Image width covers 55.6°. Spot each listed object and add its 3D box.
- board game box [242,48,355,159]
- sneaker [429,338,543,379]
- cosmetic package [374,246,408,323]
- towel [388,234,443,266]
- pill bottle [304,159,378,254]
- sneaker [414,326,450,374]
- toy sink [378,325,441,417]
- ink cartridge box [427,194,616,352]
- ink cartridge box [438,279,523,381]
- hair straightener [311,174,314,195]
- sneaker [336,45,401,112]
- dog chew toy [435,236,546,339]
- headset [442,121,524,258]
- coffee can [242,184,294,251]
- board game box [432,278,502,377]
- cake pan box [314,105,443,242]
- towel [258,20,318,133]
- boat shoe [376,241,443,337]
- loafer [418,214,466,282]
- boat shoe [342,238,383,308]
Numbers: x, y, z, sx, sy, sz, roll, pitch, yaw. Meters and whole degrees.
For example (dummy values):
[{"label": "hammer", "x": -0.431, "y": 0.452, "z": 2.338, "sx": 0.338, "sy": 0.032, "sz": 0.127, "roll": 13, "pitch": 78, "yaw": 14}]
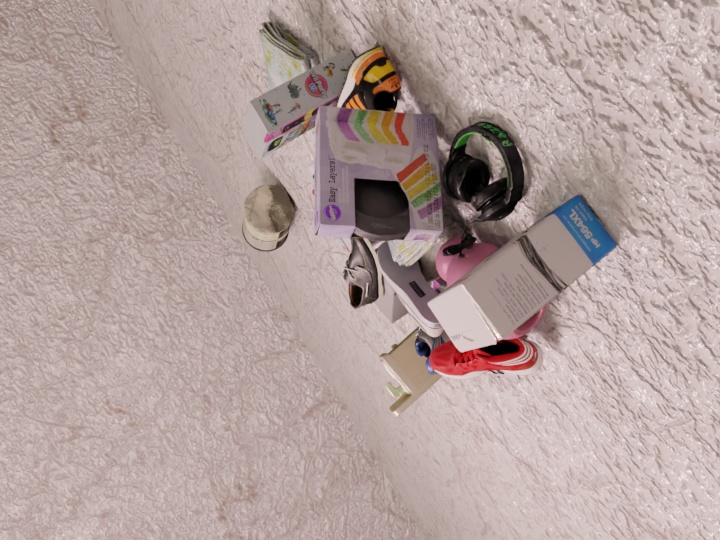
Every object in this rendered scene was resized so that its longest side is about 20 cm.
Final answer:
[{"label": "board game box", "x": -0.099, "y": -0.284, "z": 1.175, "sx": 0.065, "sy": 0.199, "sz": 0.147, "roll": 56, "pitch": 164, "yaw": -3}, {"label": "sneaker", "x": 0.184, "y": 0.127, "z": 1.111, "sx": 0.199, "sy": 0.079, "sz": 0.115, "roll": -11, "pitch": 153, "yaw": 32}, {"label": "cosmetic package", "x": 0.082, "y": 0.013, "z": 1.387, "sx": 0.090, "sy": 0.106, "sz": 0.201, "roll": 49, "pitch": 164, "yaw": 26}, {"label": "towel", "x": 0.076, "y": -0.122, "z": 1.141, "sx": 0.171, "sy": 0.048, "sz": 0.202, "roll": 136, "pitch": 121, "yaw": -70}, {"label": "pill bottle", "x": -0.021, "y": -0.140, "z": 1.370, "sx": 0.201, "sy": 0.119, "sz": 0.120, "roll": 56, "pitch": 164, "yaw": 1}, {"label": "sneaker", "x": 0.137, "y": 0.117, "z": 1.279, "sx": 0.201, "sy": 0.085, "sz": 0.077, "roll": -99, "pitch": -15, "yaw": -57}, {"label": "toy sink", "x": 0.109, "y": 0.195, "z": 1.436, "sx": 0.112, "sy": 0.200, "sz": 0.130, "roll": 48, "pitch": 175, "yaw": 5}, {"label": "ink cartridge box", "x": 0.200, "y": 0.009, "z": 0.872, "sx": 0.085, "sy": 0.199, "sz": 0.146, "roll": 55, "pitch": 163, "yaw": 4}, {"label": "ink cartridge box", "x": 0.221, "y": 0.097, "z": 1.199, "sx": 0.108, "sy": 0.050, "sz": 0.201, "roll": 7, "pitch": 132, "yaw": 46}, {"label": "hair straightener", "x": -0.026, "y": -0.212, "z": 1.246, "sx": 0.200, "sy": 0.041, "sz": 0.078, "roll": -38, "pitch": 45, "yaw": 45}, {"label": "sneaker", "x": 0.017, "y": -0.268, "z": 1.104, "sx": 0.090, "sy": 0.070, "sz": 0.200, "roll": 56, "pitch": 162, "yaw": 11}, {"label": "dog chew toy", "x": 0.191, "y": 0.015, "z": 1.051, "sx": 0.200, "sy": 0.124, "sz": 0.125, "roll": 44, "pitch": 160, "yaw": 42}, {"label": "headset", "x": 0.159, "y": -0.107, "z": 0.959, "sx": 0.124, "sy": 0.093, "sz": 0.201, "roll": 45, "pitch": 149, "yaw": 35}, {"label": "coffee can", "x": -0.276, "y": -0.151, "z": 2.026, "sx": 0.147, "sy": 0.146, "sz": 0.200, "roll": 55, "pitch": 164, "yaw": 4}, {"label": "board game box", "x": 0.213, "y": 0.105, "z": 1.323, "sx": 0.200, "sy": 0.032, "sz": 0.120, "roll": 47, "pitch": 164, "yaw": 30}, {"label": "cake pan box", "x": 0.024, "y": -0.137, "z": 0.997, "sx": 0.052, "sy": 0.182, "sz": 0.202, "roll": 116, "pitch": 156, "yaw": -69}, {"label": "towel", "x": -0.132, "y": -0.378, "z": 1.366, "sx": 0.171, "sy": 0.048, "sz": 0.201, "roll": 46, "pitch": 161, "yaw": 34}, {"label": "boat shoe", "x": 0.090, "y": 0.034, "z": 1.219, "sx": 0.200, "sy": 0.070, "sz": 0.070, "roll": 53, "pitch": 158, "yaw": 30}, {"label": "loafer", "x": 0.136, "y": -0.034, "z": 1.220, "sx": 0.070, "sy": 0.070, "sz": 0.200, "roll": 57, "pitch": 157, "yaw": 15}, {"label": "boat shoe", "x": 0.000, "y": 0.000, "z": 1.302, "sx": 0.072, "sy": 0.067, "sz": 0.201, "roll": 55, "pitch": 163, "yaw": 37}]
